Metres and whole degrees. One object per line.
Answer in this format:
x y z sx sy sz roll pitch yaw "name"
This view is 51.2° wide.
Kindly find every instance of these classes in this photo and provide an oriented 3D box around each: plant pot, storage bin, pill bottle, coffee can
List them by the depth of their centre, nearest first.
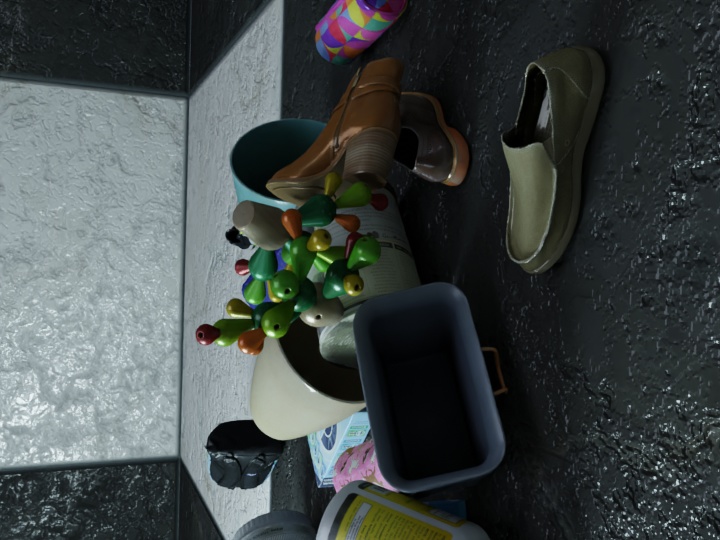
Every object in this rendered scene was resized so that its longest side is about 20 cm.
0.060 0.292 0.742 0.196 0.111 0.116 12 101 33 "pill bottle"
0.080 0.136 0.792 0.135 0.142 0.204 74 -177 -61 "storage bin"
0.000 0.000 0.959 0.147 0.143 0.203 118 146 -48 "coffee can"
-0.076 0.146 1.039 0.201 0.184 0.191 -50 42 40 "plant pot"
-0.099 -0.109 1.168 0.163 0.195 0.203 94 162 -44 "plant pot"

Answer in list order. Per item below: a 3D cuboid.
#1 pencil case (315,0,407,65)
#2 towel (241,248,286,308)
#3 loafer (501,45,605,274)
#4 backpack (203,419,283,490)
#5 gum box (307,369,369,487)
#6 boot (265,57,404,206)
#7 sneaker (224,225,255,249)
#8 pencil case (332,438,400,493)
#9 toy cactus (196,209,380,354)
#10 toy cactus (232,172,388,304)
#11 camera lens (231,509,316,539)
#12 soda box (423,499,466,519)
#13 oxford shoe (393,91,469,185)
-0.004 -0.367 1.075 0.199 0.086 0.091 159 111 -68 "pencil case"
-0.087 0.029 1.135 0.148 0.050 0.199 47 136 -3 "towel"
0.157 -0.097 0.669 0.076 0.066 0.205 -140 55 -63 "loafer"
-0.252 0.392 1.594 0.156 0.159 0.203 -100 16 -47 "backpack"
-0.040 0.210 1.183 0.202 0.043 0.172 112 151 -41 "gum box"
-0.026 -0.163 0.908 0.197 0.073 0.158 -7 64 39 "boot"
-0.278 -0.090 1.755 0.199 0.081 0.074 170 100 -68 "sneaker"
0.027 0.248 0.964 0.084 0.085 0.200 62 149 15 "pencil case"
-0.064 0.024 0.781 0.103 0.199 0.165 53 -174 20 "toy cactus"
-0.076 -0.044 0.828 0.198 0.164 0.104 -30 61 22 "toy cactus"
-0.127 0.524 1.235 0.202 0.156 0.162 -112 32 -45 "camera lens"
0.057 0.318 0.907 0.200 0.063 0.070 139 128 -62 "soda box"
0.061 -0.170 0.909 0.201 0.071 0.073 -122 39 -54 "oxford shoe"
